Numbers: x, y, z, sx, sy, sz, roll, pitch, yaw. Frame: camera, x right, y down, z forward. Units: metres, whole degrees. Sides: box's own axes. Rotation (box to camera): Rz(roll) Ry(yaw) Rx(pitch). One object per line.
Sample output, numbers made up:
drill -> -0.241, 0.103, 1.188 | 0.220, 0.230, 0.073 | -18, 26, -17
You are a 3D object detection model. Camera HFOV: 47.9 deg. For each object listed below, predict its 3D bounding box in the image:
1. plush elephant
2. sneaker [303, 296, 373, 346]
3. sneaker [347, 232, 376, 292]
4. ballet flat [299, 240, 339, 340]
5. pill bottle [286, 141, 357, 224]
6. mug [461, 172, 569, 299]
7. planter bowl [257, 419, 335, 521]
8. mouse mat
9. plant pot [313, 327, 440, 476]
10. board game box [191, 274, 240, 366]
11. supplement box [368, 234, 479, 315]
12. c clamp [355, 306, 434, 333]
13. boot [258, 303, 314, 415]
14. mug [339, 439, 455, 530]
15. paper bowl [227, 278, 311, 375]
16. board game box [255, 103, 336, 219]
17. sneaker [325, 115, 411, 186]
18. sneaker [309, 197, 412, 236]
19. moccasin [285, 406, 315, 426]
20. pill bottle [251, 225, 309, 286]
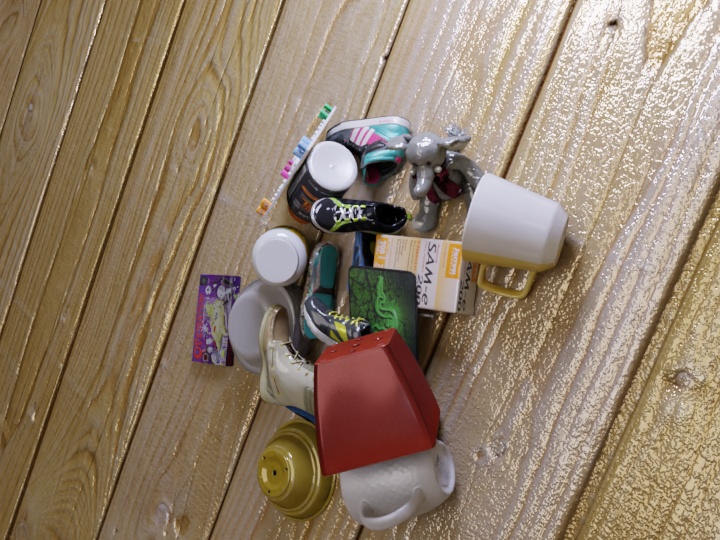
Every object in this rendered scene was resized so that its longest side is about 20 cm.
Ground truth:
plush elephant -> 0.134, -0.181, 1.449 | 0.162, 0.153, 0.205 | -1, 84, 38
sneaker -> -0.022, 0.111, 1.514 | 0.200, 0.074, 0.085 | 45, 117, 13
sneaker -> 0.000, 0.000, 1.589 | 0.077, 0.065, 0.205 | -13, 76, 40
ballet flat -> -0.086, 0.040, 1.660 | 0.064, 0.074, 0.205 | 7, 83, 67
pill bottle -> -0.086, -0.165, 1.621 | 0.200, 0.104, 0.109 | 135, 126, -60
mug -> 0.263, -0.060, 1.356 | 0.150, 0.188, 0.152 | 16, 64, 17
planter bowl -> -0.150, 0.407, 1.641 | 0.197, 0.083, 0.206 | -6, 80, 38
mouse mat -> 0.041, 0.096, 1.502 | 0.158, 0.007, 0.205 | 6, 103, 38
plant pot -> 0.017, 0.211, 1.391 | 0.195, 0.200, 0.180 | -16, 95, 10
board game box -> -0.332, 0.112, 1.862 | 0.118, 0.032, 0.205 | 0, 84, 43
supplement box -> 0.117, 0.006, 1.489 | 0.197, 0.073, 0.129 | 6, 88, 38
c clamp -> 0.051, 0.158, 1.522 | 0.168, 0.027, 0.205 | 16, 110, 30
boot -> -0.123, 0.173, 1.568 | 0.152, 0.071, 0.205 | 10, 103, 35
mug -> 0.064, 0.374, 1.409 | 0.172, 0.200, 0.150 | -17, 108, 27
paper bowl -> -0.202, 0.118, 1.709 | 0.197, 0.103, 0.206 | -5, 81, 36
board game box -> -0.130, -0.224, 1.639 | 0.026, 0.201, 0.201 | 33, 126, -8
sneaker -> 0.008, -0.228, 1.607 | 0.197, 0.083, 0.124 | -3, 73, 37
sneaker -> 0.003, -0.110, 1.523 | 0.083, 0.195, 0.073 | 142, 128, -64
moccasin -> -0.064, 0.275, 1.603 | 0.198, 0.068, 0.082 | 27, 92, 37
pill bottle -> -0.160, -0.029, 1.623 | 0.110, 0.200, 0.116 | 0, 97, 0
